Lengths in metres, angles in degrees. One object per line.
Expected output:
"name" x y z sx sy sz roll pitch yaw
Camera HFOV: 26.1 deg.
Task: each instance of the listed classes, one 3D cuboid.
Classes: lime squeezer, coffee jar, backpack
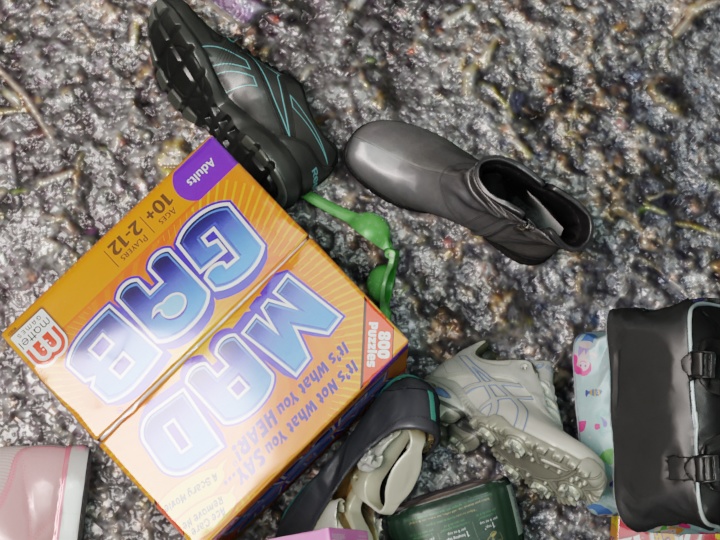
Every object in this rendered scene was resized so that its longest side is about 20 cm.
"lime squeezer" 0.000 0.000 1.246 0.070 0.038 0.202 -23 87 -7
"coffee jar" 0.094 0.266 1.199 0.103 0.085 0.202 -16 84 -3
"backpack" 0.259 0.113 1.191 0.199 0.150 0.179 2 82 -44

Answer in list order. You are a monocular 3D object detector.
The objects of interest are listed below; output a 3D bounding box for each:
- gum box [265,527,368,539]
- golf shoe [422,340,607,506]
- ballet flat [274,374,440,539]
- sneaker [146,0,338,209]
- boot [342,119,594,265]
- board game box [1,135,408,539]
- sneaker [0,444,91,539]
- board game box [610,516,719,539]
"gum box" -0.078 0.249 1.066 0.198 0.066 0.115 -15 74 22
"golf shoe" 0.123 0.105 1.179 0.097 0.199 0.079 -45 130 -18
"ballet flat" -0.001 0.168 1.167 0.073 0.073 0.201 35 113 0
"sneaker" -0.097 -0.139 1.248 0.079 0.075 0.201 -32 82 -34
"boot" 0.085 -0.072 1.214 0.198 0.132 0.070 23 83 -2
"board game box" -0.102 0.061 1.136 0.200 0.200 0.200 -44 82 -5
"sneaker" -0.266 0.228 1.179 0.104 0.075 0.202 7 76 -8
"board game box" 0.243 0.292 1.241 0.095 0.030 0.202 5 85 -4
